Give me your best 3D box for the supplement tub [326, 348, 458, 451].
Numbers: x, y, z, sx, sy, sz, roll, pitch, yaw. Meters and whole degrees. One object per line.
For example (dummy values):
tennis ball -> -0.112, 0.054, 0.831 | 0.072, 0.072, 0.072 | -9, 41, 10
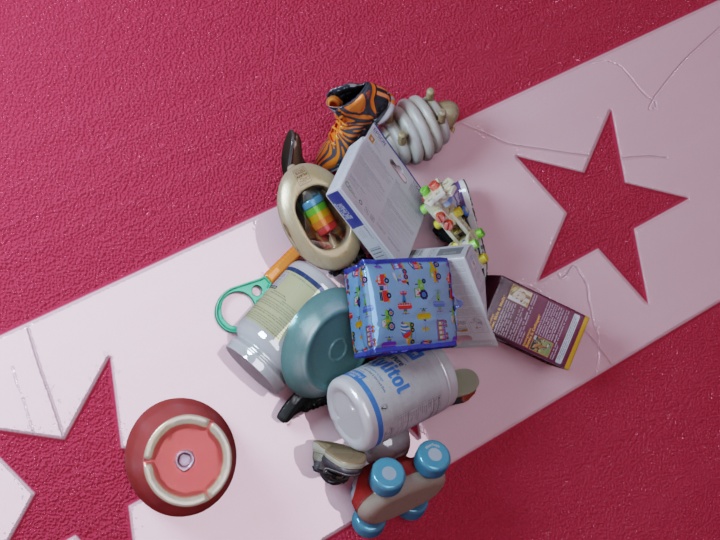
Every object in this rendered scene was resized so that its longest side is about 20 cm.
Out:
supplement tub -> 0.054, 0.211, 1.576 | 0.198, 0.132, 0.134 | -22, 88, -31

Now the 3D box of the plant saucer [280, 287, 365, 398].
plant saucer -> -0.047, 0.130, 1.571 | 0.198, 0.036, 0.203 | -20, 121, -37

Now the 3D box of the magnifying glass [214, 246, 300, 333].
magnifying glass -> -0.182, 0.031, 1.673 | 0.080, 0.022, 0.200 | 46, 72, -4

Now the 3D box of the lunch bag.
lunch bag -> 0.085, 0.058, 1.541 | 0.197, 0.094, 0.153 | -3, 81, -23

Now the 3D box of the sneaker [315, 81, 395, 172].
sneaker -> -0.038, -0.270, 1.675 | 0.111, 0.200, 0.078 | 19, 32, -45

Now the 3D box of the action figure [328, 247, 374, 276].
action figure -> 0.000, 0.000, 1.686 | 0.118, 0.102, 0.202 | -29, 90, -32

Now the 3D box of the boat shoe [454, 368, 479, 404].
boat shoe -> 0.123, 0.228, 1.704 | 0.197, 0.063, 0.072 | -10, 66, -16

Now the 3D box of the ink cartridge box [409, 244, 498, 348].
ink cartridge box -> 0.157, 0.051, 1.674 | 0.047, 0.158, 0.202 | -56, 131, -44

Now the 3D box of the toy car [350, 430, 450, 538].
toy car -> 0.037, 0.329, 1.631 | 0.175, 0.186, 0.201 | -15, 54, -26

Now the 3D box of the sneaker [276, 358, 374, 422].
sneaker -> -0.051, 0.221, 1.658 | 0.104, 0.060, 0.200 | 42, 70, -1

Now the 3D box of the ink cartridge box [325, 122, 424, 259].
ink cartridge box -> 0.035, -0.127, 1.639 | 0.200, 0.040, 0.201 | 52, 41, -25

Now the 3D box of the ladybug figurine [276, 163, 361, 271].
ladybug figurine -> -0.076, -0.094, 1.616 | 0.134, 0.072, 0.202 | -26, 93, -16

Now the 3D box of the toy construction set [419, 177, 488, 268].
toy construction set -> 0.160, -0.087, 1.667 | 0.091, 0.132, 0.202 | -16, 123, 21

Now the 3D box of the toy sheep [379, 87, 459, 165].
toy sheep -> 0.098, -0.264, 1.740 | 0.198, 0.138, 0.140 | -25, 88, -7

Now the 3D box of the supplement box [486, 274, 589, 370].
supplement box -> 0.318, 0.098, 1.758 | 0.198, 0.086, 0.112 | 25, 86, -11

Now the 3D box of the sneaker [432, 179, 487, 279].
sneaker -> 0.186, -0.066, 1.775 | 0.086, 0.076, 0.203 | -15, 84, 1

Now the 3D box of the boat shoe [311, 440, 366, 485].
boat shoe -> -0.040, 0.334, 1.573 | 0.071, 0.200, 0.066 | 7, 86, -19

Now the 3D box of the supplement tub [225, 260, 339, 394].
supplement tub -> -0.125, 0.100, 1.612 | 0.145, 0.145, 0.200 | 43, 73, -5

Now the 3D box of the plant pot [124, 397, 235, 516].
plant pot -> -0.291, 0.309, 1.518 | 0.197, 0.177, 0.204 | 2, 81, -14

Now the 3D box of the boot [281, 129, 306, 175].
boot -> -0.045, -0.172, 1.688 | 0.196, 0.065, 0.189 | -3, 124, -13
